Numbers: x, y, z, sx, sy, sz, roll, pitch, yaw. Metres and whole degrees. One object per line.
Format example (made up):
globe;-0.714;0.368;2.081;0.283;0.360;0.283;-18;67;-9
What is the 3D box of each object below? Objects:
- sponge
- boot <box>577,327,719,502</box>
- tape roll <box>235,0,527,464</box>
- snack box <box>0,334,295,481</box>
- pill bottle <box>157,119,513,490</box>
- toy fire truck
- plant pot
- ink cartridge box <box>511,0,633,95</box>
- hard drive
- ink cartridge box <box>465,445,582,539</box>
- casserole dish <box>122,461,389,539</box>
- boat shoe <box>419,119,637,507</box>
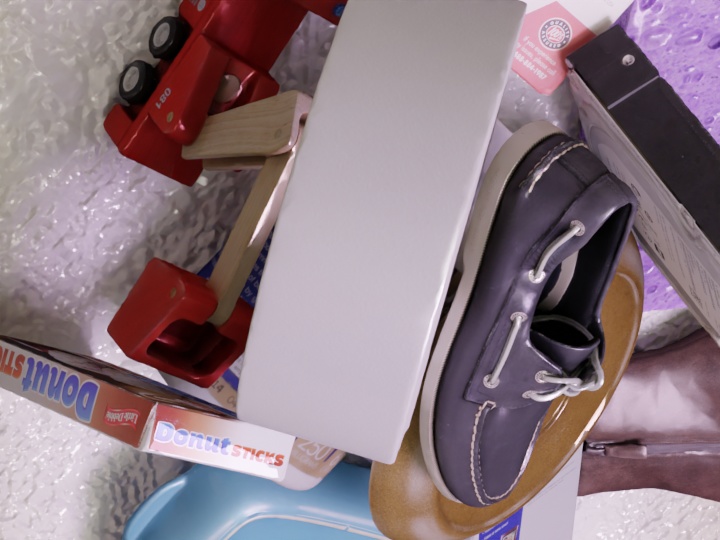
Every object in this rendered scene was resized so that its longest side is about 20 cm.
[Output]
sponge;0.168;-0.069;1.189;0.111;0.030;0.201;-4;123;-25
boot;0.202;0.112;1.319;0.165;0.072;0.201;-11;127;-8
tape roll;0.010;-0.024;0.927;0.070;0.203;0.203;16;117;2
snack box;-0.110;0.059;1.012;0.072;0.200;0.024;17;89;-33
pill bottle;0.000;0.000;1.085;0.200;0.116;0.116;-46;130;6
toy fire truck;-0.055;-0.065;0.995;0.049;0.141;0.200;25;107;-38
plant pot;0.082;0.060;1.114;0.200;0.027;0.201;-39;149;-29
ink cartridge box;0.106;-0.197;1.045;0.200;0.068;0.116;-48;130;9
hard drive;0.172;-0.008;1.062;0.038;0.200;0.140;-33;149;-3
ink cartridge box;0.081;0.118;1.239;0.099;0.039;0.201;-28;135;-40
casserole dish;-0.042;0.155;1.193;0.200;0.039;0.121;20;118;-47
boat shoe;0.077;0.033;0.989;0.073;0.063;0.201;-26;137;-43
